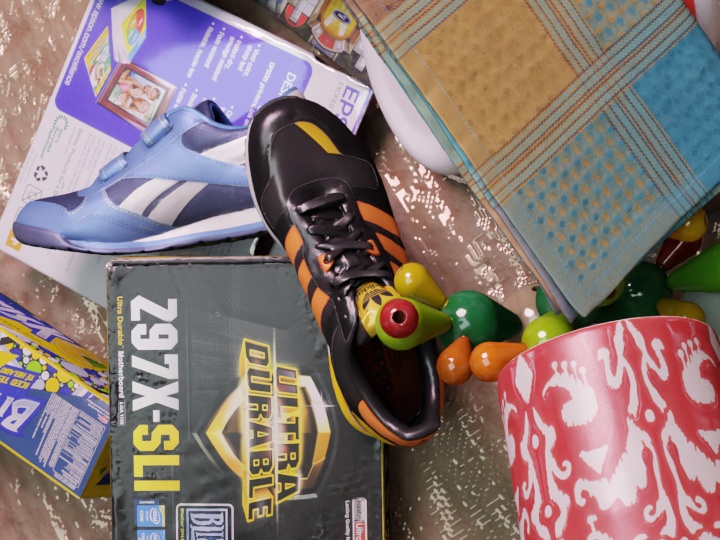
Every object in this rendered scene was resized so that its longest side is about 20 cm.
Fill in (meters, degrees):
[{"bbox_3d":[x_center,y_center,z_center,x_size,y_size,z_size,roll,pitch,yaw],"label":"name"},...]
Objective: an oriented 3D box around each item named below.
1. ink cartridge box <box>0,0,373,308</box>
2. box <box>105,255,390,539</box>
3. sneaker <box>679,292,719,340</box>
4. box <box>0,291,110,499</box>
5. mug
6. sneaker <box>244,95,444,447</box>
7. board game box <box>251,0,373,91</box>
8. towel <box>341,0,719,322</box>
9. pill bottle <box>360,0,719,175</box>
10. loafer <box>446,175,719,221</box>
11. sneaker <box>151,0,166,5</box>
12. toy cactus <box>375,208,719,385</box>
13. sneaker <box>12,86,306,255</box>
[{"bbox_3d":[-0.106,-0.060,1.160,0.199,0.043,0.199,28,100,19],"label":"ink cartridge box"},{"bbox_3d":[-0.063,0.090,1.094,0.159,0.049,0.201,0,92,5],"label":"box"},{"bbox_3d":[0.158,0.093,0.986,0.073,0.118,0.201,21,95,27],"label":"sneaker"},{"bbox_3d":[-0.218,0.065,1.195,0.200,0.070,0.065,31,100,24],"label":"box"},{"bbox_3d":[0.143,0.138,0.888,0.133,0.177,0.201,-21,66,24],"label":"mug"},{"bbox_3d":[0.000,0.000,1.013,0.070,0.090,0.201,-22,100,-11],"label":"sneaker"},{"bbox_3d":[0.010,-0.166,1.097,0.200,0.023,0.105,39,100,37],"label":"board game box"},{"bbox_3d":[0.092,-0.098,0.894,0.147,0.022,0.200,-39,100,-18],"label":"towel"},{"bbox_3d":[0.110,-0.131,0.973,0.199,0.116,0.116,-20,75,-20],"label":"pill bottle"},{"bbox_3d":[0.113,-0.073,1.042,0.199,0.070,0.076,9,91,26],"label":"loafer"},{"bbox_3d":[-0.138,-0.233,1.131,0.115,0.081,0.200,-25,63,-7],"label":"sneaker"},{"bbox_3d":[0.095,0.013,0.989,0.199,0.165,0.103,-20,79,-13],"label":"toy cactus"},{"bbox_3d":[-0.107,-0.053,1.101,0.199,0.074,0.083,-10,91,11],"label":"sneaker"}]
